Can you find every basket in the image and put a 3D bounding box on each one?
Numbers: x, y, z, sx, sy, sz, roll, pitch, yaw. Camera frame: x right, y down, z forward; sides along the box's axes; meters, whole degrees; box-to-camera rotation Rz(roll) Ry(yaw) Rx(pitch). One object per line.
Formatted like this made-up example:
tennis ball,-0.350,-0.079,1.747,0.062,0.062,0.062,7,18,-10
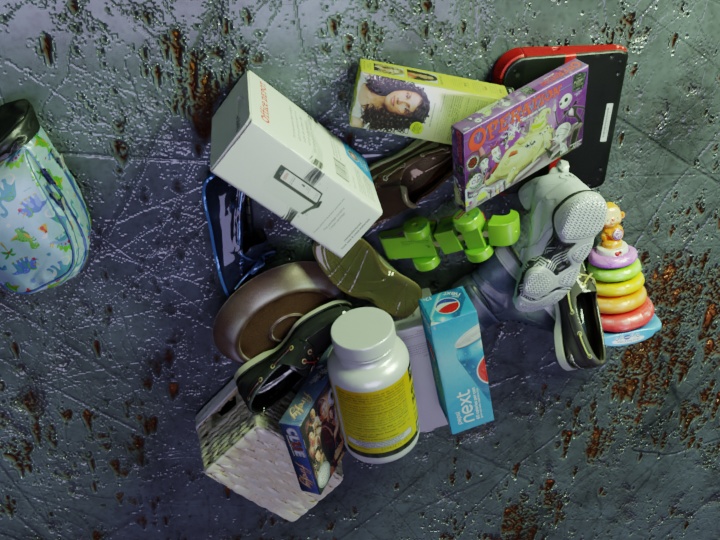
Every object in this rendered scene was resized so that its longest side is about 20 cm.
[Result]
basket,-0.134,0.266,1.325,0.135,0.124,0.199,-42,120,17

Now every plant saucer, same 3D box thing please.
plant saucer,-0.104,0.069,1.214,0.198,0.032,0.201,-21,144,-16

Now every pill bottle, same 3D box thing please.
pill bottle,0.016,0.154,1.194,0.111,0.113,0.202,-12,126,-3

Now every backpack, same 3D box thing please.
backpack,-0.409,-0.071,1.056,0.162,0.155,0.201,-25,137,-2

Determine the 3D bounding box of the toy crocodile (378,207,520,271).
toy crocodile,0.117,-0.048,1.189,0.198,0.062,0.068,-9,125,28

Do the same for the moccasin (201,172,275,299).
moccasin,-0.154,-0.033,1.151,0.067,0.081,0.202,-5,125,8

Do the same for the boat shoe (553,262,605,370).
boat shoe,0.305,0.036,1.238,0.071,0.204,0.060,-1,172,-44

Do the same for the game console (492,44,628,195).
game console,0.253,-0.196,1.163,0.174,0.031,0.202,-6,124,-11

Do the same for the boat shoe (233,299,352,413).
boat shoe,-0.083,0.119,1.211,0.201,0.063,0.074,-39,143,7

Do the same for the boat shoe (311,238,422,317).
boat shoe,0.001,-0.001,1.205,0.200,0.066,0.072,33,91,-35

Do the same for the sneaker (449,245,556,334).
sneaker,0.210,0.064,1.288,0.146,0.077,0.202,-40,120,13

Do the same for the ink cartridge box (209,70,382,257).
ink cartridge box,-0.080,-0.129,1.067,0.199,0.147,0.084,33,114,-27

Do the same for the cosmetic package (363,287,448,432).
cosmetic package,0.077,0.140,1.308,0.106,0.085,0.202,-14,125,-1

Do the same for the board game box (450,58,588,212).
board game box,0.196,-0.165,1.081,0.199,0.032,0.121,-30,134,-20

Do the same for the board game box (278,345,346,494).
board game box,-0.041,0.196,1.261,0.034,0.201,0.137,6,129,26

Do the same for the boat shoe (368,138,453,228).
boat shoe,0.049,-0.109,1.147,0.202,0.075,0.075,-38,122,14

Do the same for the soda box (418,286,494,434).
soda box,0.134,0.126,1.225,0.067,0.064,0.202,-17,124,-4

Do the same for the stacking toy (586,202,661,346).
stacking toy,0.365,-0.003,1.275,0.114,0.110,0.203,-10,113,-2

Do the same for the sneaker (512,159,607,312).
sneaker,0.249,-0.046,1.176,0.074,0.116,0.201,6,128,-22

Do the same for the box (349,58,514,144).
box,0.089,-0.202,1.092,0.197,0.050,0.076,8,122,-6
